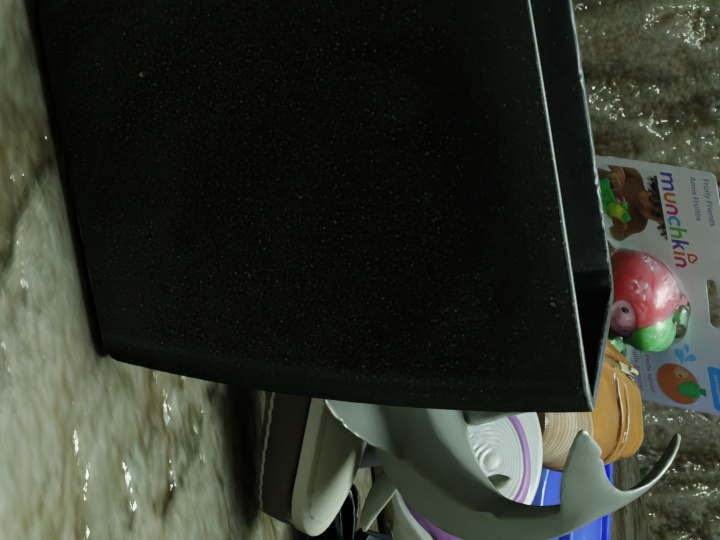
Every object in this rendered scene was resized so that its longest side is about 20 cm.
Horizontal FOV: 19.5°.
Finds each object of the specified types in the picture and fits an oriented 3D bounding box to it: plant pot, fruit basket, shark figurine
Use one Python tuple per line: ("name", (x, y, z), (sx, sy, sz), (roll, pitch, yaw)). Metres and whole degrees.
("plant pot", (-0.008, -0.056, 0.780), (0.200, 0.176, 0.202), (-52, 132, -75))
("fruit basket", (0.144, 0.008, 1.318), (0.094, 0.199, 0.187), (-39, 129, -35))
("shark figurine", (0.030, 0.070, 0.867), (0.089, 0.129, 0.214), (30, 9, -31))

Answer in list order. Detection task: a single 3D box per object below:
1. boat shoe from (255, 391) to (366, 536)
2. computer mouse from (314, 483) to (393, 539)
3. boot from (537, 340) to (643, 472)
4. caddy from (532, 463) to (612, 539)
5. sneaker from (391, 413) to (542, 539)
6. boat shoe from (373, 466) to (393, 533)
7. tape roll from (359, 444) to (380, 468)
("boat shoe", (-0.021, 0.017, 0.942), (0.072, 0.059, 0.202), (47, 53, -70))
("computer mouse", (0.018, 0.199, 1.077), (0.200, 0.046, 0.142), (65, 20, -57))
("boot", (0.109, 0.020, 1.225), (0.155, 0.076, 0.202), (11, 57, -59))
("caddy", (0.088, 0.169, 1.311), (0.141, 0.104, 0.202), (-14, 107, -64))
("sneaker", (0.039, 0.137, 0.999), (0.100, 0.074, 0.202), (142, -47, -73))
("boat shoe", (0.042, 0.078, 1.232), (0.063, 0.073, 0.203), (33, 42, -70))
("tape roll", (0.000, 0.000, 1.080), (0.200, 0.066, 0.202), (-9, 90, -79))
